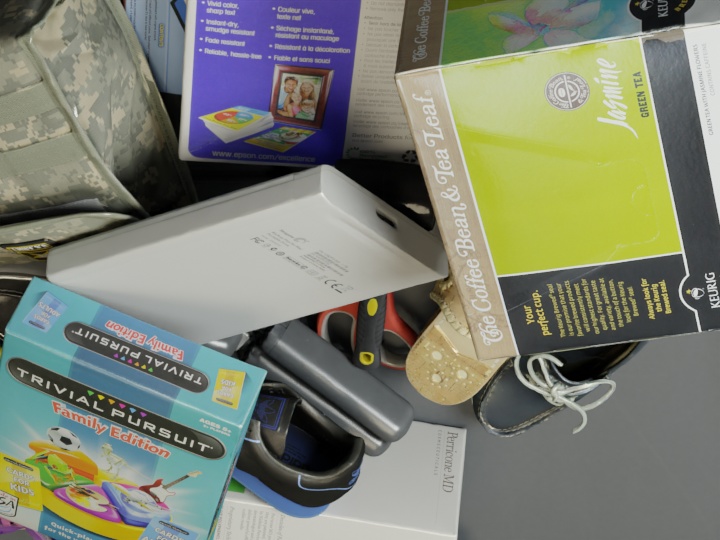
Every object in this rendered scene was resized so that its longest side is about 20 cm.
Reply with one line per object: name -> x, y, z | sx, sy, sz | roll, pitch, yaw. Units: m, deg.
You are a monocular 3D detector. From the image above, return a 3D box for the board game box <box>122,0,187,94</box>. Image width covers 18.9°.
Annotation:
board game box -> -0.085, -0.185, 1.253 | 0.102, 0.019, 0.201 | 9, 131, 2

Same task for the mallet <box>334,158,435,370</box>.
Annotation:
mallet -> 0.000, 0.000, 1.340 | 0.066, 0.041, 0.200 | 11, 144, -5

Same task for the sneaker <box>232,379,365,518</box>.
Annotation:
sneaker -> -0.090, 0.089, 1.376 | 0.199, 0.070, 0.078 | 25, 144, -11

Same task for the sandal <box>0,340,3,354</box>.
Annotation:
sandal -> -0.302, 0.044, 1.443 | 0.079, 0.087, 0.200 | -45, 134, 11

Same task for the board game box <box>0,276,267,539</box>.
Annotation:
board game box -> -0.152, 0.107, 1.333 | 0.150, 0.047, 0.200 | 22, 141, 2

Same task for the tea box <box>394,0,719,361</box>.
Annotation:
tea box -> 0.136, -0.076, 1.153 | 0.196, 0.134, 0.201 | -8, 129, 12

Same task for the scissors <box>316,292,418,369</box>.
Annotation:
scissors -> 0.004, 0.004, 1.378 | 0.073, 0.014, 0.200 | 10, 143, 11

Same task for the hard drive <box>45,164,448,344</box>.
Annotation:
hard drive -> -0.067, -0.004, 1.275 | 0.199, 0.026, 0.132 | -15, 151, 31

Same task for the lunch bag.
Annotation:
lunch bag -> -0.205, -0.076, 1.295 | 0.163, 0.118, 0.200 | -7, 131, 25

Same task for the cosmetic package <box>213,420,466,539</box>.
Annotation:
cosmetic package -> -0.032, 0.156, 1.477 | 0.199, 0.108, 0.085 | 8, 130, -1

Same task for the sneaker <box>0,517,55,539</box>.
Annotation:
sneaker -> -0.225, 0.155, 1.516 | 0.199, 0.089, 0.081 | -20, 126, 24

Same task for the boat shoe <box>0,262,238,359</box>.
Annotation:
boat shoe -> -0.177, 0.054, 1.437 | 0.199, 0.066, 0.070 | 24, 129, -13

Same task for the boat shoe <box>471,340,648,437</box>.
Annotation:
boat shoe -> 0.137, 0.052, 1.394 | 0.075, 0.062, 0.200 | 31, 128, -21

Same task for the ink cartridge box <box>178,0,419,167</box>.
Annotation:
ink cartridge box -> -0.002, -0.143, 1.242 | 0.197, 0.044, 0.201 | 3, 135, -5

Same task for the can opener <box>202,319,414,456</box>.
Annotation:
can opener -> -0.061, 0.064, 1.421 | 0.200, 0.067, 0.053 | 37, 142, -7

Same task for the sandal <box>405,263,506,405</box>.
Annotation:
sandal -> 0.075, 0.027, 1.326 | 0.077, 0.070, 0.212 | 31, 135, 3
